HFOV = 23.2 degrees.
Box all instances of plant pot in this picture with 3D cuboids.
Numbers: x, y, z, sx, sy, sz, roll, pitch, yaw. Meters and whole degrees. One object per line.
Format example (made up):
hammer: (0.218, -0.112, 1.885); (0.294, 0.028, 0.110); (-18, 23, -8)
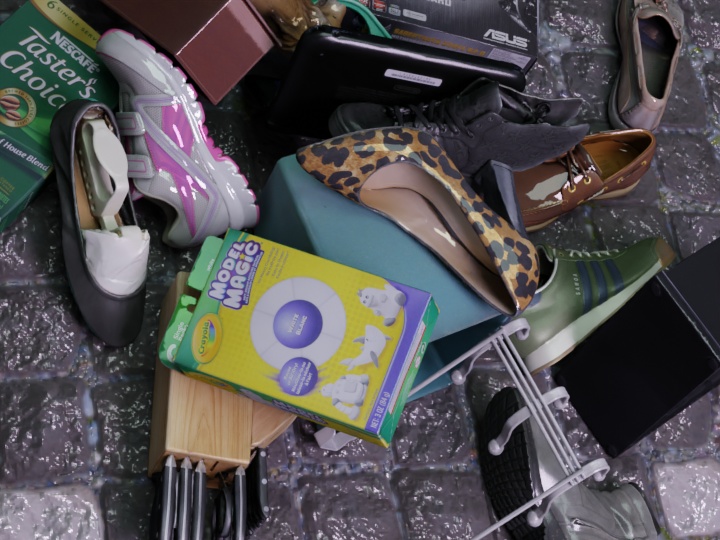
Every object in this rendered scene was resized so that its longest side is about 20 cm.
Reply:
plant pot: (0.000, 0.000, 1.448); (0.140, 0.142, 0.201); (-19, 70, -29)

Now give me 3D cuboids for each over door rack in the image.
over door rack: (0.082, 0.150, 1.413); (0.199, 0.067, 0.149); (-30, 68, 3)

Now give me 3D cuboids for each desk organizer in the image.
desk organizer: (-0.161, -0.223, 1.484); (0.077, 0.072, 0.200); (-45, 45, -6)

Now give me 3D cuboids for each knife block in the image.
knife block: (-0.137, 0.125, 1.369); (0.175, 0.064, 0.200); (-36, 82, -33)

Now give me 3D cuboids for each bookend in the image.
bookend: (0.298, 0.044, 1.511); (0.199, 0.199, 0.092); (-29, 76, -32)

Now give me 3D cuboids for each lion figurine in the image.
lion figurine: (-0.090, -0.244, 1.481); (0.072, 0.200, 0.123); (-45, 63, 10)

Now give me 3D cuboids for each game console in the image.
game console: (0.017, -0.166, 1.505); (0.198, 0.176, 0.117); (8, 51, -18)

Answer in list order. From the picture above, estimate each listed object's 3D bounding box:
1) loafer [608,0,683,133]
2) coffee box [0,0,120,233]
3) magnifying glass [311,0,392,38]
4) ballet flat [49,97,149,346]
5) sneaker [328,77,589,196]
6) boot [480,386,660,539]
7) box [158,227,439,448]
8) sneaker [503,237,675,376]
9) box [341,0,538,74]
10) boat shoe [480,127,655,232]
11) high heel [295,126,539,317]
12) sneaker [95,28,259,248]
loafer: (0.290, -0.222, 1.724); (0.071, 0.063, 0.202); (19, 59, -12)
coffee box: (-0.283, -0.133, 1.452); (0.123, 0.044, 0.200); (40, 57, 0)
magnifying glass: (0.027, -0.190, 1.604); (0.198, 0.022, 0.080); (21, 102, -22)
ballet flat: (-0.205, -0.041, 1.395); (0.067, 0.068, 0.202); (-11, 85, -36)
sneaker: (0.080, -0.122, 1.428); (0.198, 0.104, 0.060); (17, 43, -27)
boot: (0.182, 0.193, 1.479); (0.129, 0.068, 0.202); (-4, 69, -34)
box: (-0.052, 0.045, 1.327); (0.198, 0.048, 0.118); (17, 75, 18)
sneaker: (0.194, 0.006, 1.564); (0.200, 0.067, 0.090); (-37, 87, -29)
box: (0.072, -0.278, 1.671); (0.198, 0.048, 0.160); (13, 61, -16)
boat shoe: (0.188, -0.092, 1.613); (0.198, 0.068, 0.073); (-19, 73, -29)
high heel: (0.048, -0.036, 1.363); (0.198, 0.072, 0.144); (9, 51, -23)
sneaker: (-0.167, -0.103, 1.443); (0.088, 0.081, 0.201); (-33, 98, -13)
